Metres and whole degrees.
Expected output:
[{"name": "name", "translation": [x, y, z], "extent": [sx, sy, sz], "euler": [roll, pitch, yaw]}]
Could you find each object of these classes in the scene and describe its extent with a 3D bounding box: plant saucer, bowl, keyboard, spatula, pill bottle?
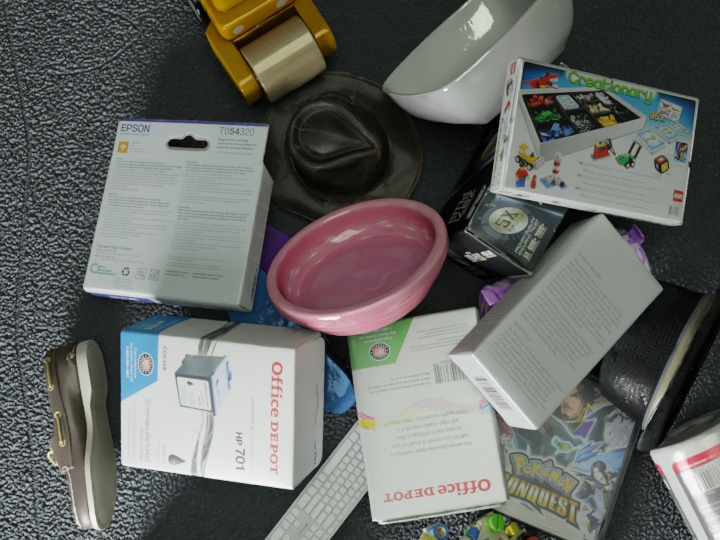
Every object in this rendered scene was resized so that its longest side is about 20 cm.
[{"name": "plant saucer", "translation": [0.000, 0.000, 0.994], "extent": [0.197, 0.201, 0.051], "euler": [-23, 122, -3]}, {"name": "bowl", "translation": [0.134, -0.232, 1.040], "extent": [0.200, 0.199, 0.075], "euler": [-43, 111, -7]}, {"name": "keyboard", "translation": [-0.032, 0.248, 1.049], "extent": [0.056, 0.011, 0.201], "euler": [38, 83, 4]}, {"name": "spatula", "translation": [-0.049, 0.014, 1.076], "extent": [0.198, 0.021, 0.057], "euler": [32, 72, 1]}, {"name": "pill bottle", "translation": [0.399, 0.257, 1.002], "extent": [0.109, 0.111, 0.203], "euler": [-26, 83, -4]}]

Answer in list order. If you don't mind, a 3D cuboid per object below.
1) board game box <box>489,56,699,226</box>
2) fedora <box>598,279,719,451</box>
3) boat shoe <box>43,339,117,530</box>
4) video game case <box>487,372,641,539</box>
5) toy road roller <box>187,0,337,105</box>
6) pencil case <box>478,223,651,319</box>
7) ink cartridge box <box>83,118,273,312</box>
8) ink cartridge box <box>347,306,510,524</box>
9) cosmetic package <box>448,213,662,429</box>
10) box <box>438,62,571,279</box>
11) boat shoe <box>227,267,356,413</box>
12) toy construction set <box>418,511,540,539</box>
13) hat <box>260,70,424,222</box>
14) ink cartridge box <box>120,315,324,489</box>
[{"name": "board game box", "translation": [0.231, -0.123, 0.930], "extent": [0.196, 0.035, 0.129], "euler": [10, 88, -13]}, {"name": "fedora", "translation": [0.311, 0.083, 0.996], "extent": [0.091, 0.201, 0.203], "euler": [26, 82, 23]}, {"name": "boat shoe", "translation": [-0.306, 0.180, 1.027], "extent": [0.058, 0.072, 0.204], "euler": [-10, 78, 4]}, {"name": "video game case", "translation": [0.200, 0.190, 1.053], "extent": [0.197, 0.026, 0.184], "euler": [22, 82, 2]}, {"name": "toy road roller", "translation": [-0.123, -0.301, 1.051], "extent": [0.122, 0.146, 0.202], "euler": [-32, 77, -5]}, {"name": "pencil case", "translation": [0.225, 0.020, 1.035], "extent": [0.197, 0.086, 0.084], "euler": [-25, 55, -12]}, {"name": "ink cartridge box", "translation": [-0.196, -0.063, 1.047], "extent": [0.192, 0.043, 0.204], "euler": [5, 77, 19]}, {"name": "ink cartridge box", "translation": [0.072, 0.155, 1.006], "extent": [0.142, 0.088, 0.204], "euler": [-10, 76, 7]}, {"name": "cosmetic package", "translation": [0.195, 0.050, 0.947], "extent": [0.200, 0.071, 0.102], "euler": [-43, 96, -14]}, {"name": "box", "translation": [0.169, -0.099, 1.018], "extent": [0.085, 0.164, 0.202], "euler": [32, 83, -8]}, {"name": "boat shoe", "translation": [-0.082, 0.080, 1.045], "extent": [0.084, 0.069, 0.201], "euler": [-37, 81, 5]}, {"name": "toy construction set", "translation": [0.145, 0.343, 0.997], "extent": [0.130, 0.092, 0.203], "euler": [-24, 91, -29]}, {"name": "hat", "translation": [-0.023, -0.145, 1.069], "extent": [0.196, 0.081, 0.205], "euler": [0, 81, -1]}, {"name": "ink cartridge box", "translation": [-0.144, 0.133, 0.987], "extent": [0.196, 0.086, 0.150], "euler": [4, 98, 18]}]
